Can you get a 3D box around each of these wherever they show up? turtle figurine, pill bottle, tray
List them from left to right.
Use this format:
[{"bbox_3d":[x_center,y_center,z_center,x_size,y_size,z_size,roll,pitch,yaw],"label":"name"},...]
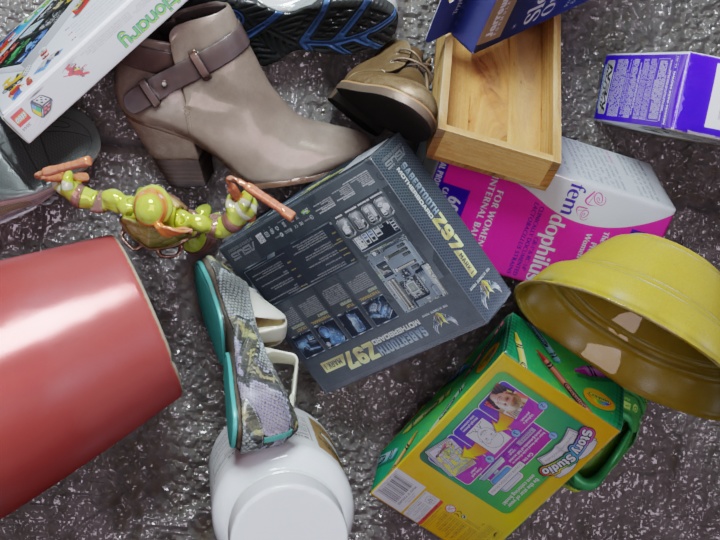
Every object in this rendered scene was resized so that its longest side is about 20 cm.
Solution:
[{"bbox_3d":[-0.147,-0.041,1.088,0.198,0.161,0.065,7,87,1],"label":"turtle figurine"},{"bbox_3d":[-0.064,0.185,1.115,0.113,0.200,0.115,-1,98,-7],"label":"pill bottle"},{"bbox_3d":[0.108,-0.157,1.107,0.098,0.201,0.037,15,138,-9],"label":"tray"}]

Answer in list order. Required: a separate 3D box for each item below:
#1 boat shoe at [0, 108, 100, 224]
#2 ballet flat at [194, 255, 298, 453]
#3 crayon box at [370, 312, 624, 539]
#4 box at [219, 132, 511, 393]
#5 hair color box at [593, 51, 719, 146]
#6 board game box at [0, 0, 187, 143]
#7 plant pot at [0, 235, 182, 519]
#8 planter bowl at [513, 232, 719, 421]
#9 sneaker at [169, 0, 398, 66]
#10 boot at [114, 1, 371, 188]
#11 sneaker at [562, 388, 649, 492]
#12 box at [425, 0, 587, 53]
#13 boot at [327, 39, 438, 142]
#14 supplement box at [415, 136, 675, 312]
[{"bbox_3d":[-0.305,-0.069,1.128,0.201,0.065,0.075,-30,81,-8],"label":"boat shoe"},{"bbox_3d":[-0.087,0.064,1.117,0.071,0.201,0.072,-10,135,-10],"label":"ballet flat"},{"bbox_3d":[0.112,0.143,1.158,0.118,0.058,0.200,33,123,-10],"label":"crayon box"},{"bbox_3d":[0.000,0.000,1.113,0.158,0.199,0.051,54,45,-9],"label":"box"},{"bbox_3d":[0.271,-0.135,1.113,0.108,0.200,0.065,10,98,-8],"label":"hair color box"},{"bbox_3d":[-0.207,-0.197,1.083,0.200,0.126,0.035,-42,125,1],"label":"board game box"},{"bbox_3d":[-0.248,0.070,1.092,0.176,0.200,0.202,-25,100,-13],"label":"plant pot"},{"bbox_3d":[0.224,0.029,1.065,0.200,0.200,0.084,34,76,-10],"label":"planter bowl"},{"bbox_3d":[-0.066,-0.218,1.134,0.198,0.077,0.076,1,142,5],"label":"sneaker"},{"bbox_3d":[-0.098,-0.143,1.114,0.198,0.070,0.147,-8,120,3],"label":"boot"},{"bbox_3d":[0.227,0.103,1.199,0.074,0.084,0.201,20,94,-9],"label":"sneaker"},{"bbox_3d":[0.141,-0.240,1.082,0.199,0.121,0.032,-28,66,-36],"label":"box"},{"bbox_3d":[0.027,-0.148,1.082,0.073,0.200,0.076,38,90,-16],"label":"boot"},{"bbox_3d":[0.143,-0.055,1.148,0.198,0.104,0.102,15,114,-10],"label":"supplement box"}]
